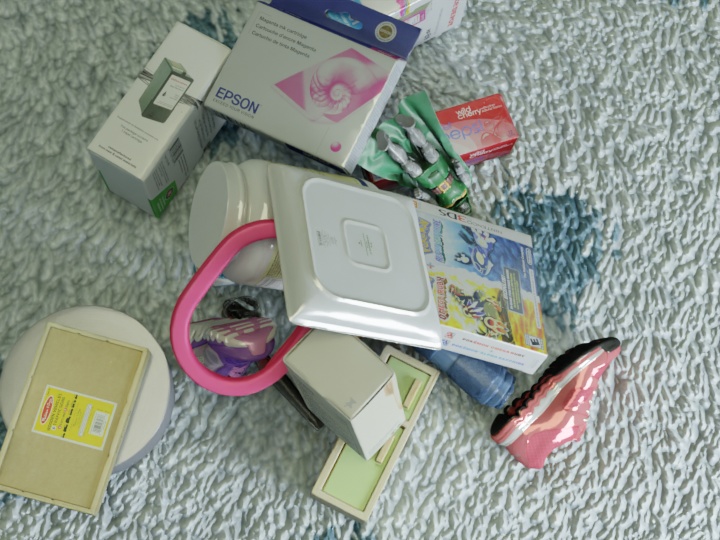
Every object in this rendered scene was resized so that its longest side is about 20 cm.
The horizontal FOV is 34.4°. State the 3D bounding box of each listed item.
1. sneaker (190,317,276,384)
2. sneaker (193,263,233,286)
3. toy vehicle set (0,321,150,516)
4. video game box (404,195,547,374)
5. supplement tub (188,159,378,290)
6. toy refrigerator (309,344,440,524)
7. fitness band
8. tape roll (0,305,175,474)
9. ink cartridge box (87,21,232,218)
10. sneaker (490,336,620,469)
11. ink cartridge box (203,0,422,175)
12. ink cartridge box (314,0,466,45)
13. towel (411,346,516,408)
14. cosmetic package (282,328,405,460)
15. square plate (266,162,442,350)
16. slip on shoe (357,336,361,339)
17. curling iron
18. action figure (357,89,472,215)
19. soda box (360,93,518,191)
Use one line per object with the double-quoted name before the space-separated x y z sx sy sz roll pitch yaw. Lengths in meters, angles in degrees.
"sneaker" -0.155 0.102 1.366 0.080 0.200 0.089 -8 92 -31
"sneaker" -0.117 -0.038 1.452 0.200 0.081 0.077 -19 88 -29
"toy vehicle set" -0.332 0.169 1.340 0.124 0.027 0.200 16 75 1
"video game box" 0.128 0.014 1.400 0.182 0.047 0.200 14 45 -16
"supplement tub" -0.083 -0.049 1.342 0.200 0.145 0.145 9 73 -27
"toy refrigerator" 0.017 0.197 1.399 0.076 0.070 0.200 27 75 4
"fitness band" -0.115 0.040 1.247 0.144 0.037 0.200 37 90 -15
"tape roll" -0.325 0.146 1.395 0.200 0.066 0.200 1 75 -4
"ink cartridge box" -0.238 -0.185 1.447 0.084 0.146 0.200 30 75 7
"sneaker" 0.253 0.164 1.433 0.200 0.074 0.087 -41 94 -9
"ink cartridge box" -0.057 -0.241 1.384 0.196 0.043 0.200 25 86 15
"ink cartridge box" 0.039 -0.342 1.505 0.200 0.145 0.085 -30 79 -10
"towel" 0.100 0.091 1.411 0.200 0.112 0.049 41 98 6
"cosmetic package" -0.013 0.133 1.282 0.105 0.200 0.071 41 78 16
"square plate" -0.001 -0.020 1.248 0.198 0.028 0.200 13 53 -34
"slip on shoe" 0.000 0.000 1.460 0.061 0.074 0.200 33 63 -33
"curling iron" -0.106 0.112 1.436 0.050 0.026 0.200 -33 80 -8
"action figure" 0.087 -0.123 1.439 0.118 0.200 0.055 -39 49 10
"soda box" 0.097 -0.162 1.503 0.200 0.063 0.070 -18 77 -7
